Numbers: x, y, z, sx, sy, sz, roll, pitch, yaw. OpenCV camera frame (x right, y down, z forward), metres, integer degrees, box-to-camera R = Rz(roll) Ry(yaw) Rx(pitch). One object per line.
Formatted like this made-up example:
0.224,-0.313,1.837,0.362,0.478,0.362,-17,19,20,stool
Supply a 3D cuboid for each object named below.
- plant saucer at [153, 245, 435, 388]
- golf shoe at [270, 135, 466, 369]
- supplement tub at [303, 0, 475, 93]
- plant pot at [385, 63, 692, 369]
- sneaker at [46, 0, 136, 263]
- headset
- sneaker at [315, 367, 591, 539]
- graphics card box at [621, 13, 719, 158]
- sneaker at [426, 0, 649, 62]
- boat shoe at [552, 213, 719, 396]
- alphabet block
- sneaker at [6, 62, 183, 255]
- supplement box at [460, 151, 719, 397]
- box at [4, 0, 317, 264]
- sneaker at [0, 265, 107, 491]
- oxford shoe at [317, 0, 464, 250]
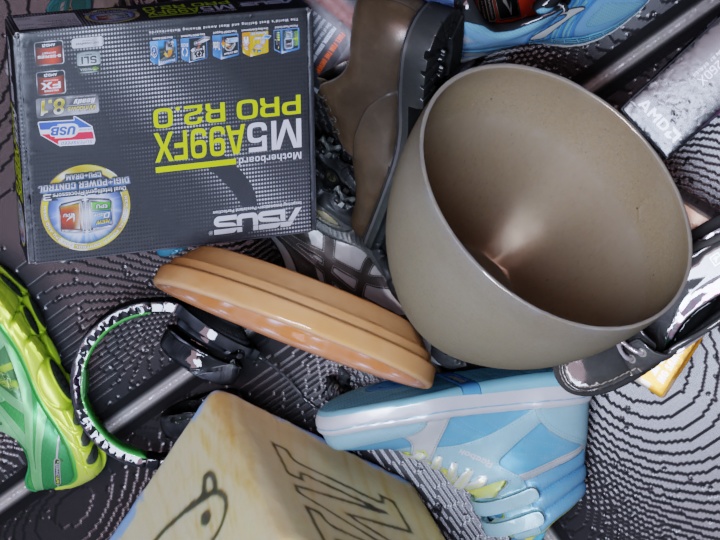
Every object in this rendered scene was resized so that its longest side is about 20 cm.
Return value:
-0.040,0.028,1.510,0.200,0.200,0.038,19,84,9,plant saucer
0.000,0.000,1.609,0.200,0.078,0.094,50,124,2,golf shoe
-0.019,-0.179,1.562,0.200,0.107,0.107,39,103,3,supplement tub
0.094,-0.015,1.459,0.200,0.200,0.134,45,136,3,plant pot
-0.205,-0.106,1.641,0.080,0.077,0.200,12,95,30,sneaker
-0.109,0.084,1.621,0.199,0.094,0.124,1,98,-5,headset
0.071,0.138,1.576,0.200,0.080,0.131,-7,99,-9,sneaker
0.264,-0.161,1.497,0.200,0.125,0.051,-42,89,13,graphics card box
0.131,-0.186,1.510,0.200,0.090,0.079,-20,94,-24,sneaker
0.207,0.017,1.491,0.200,0.057,0.067,-36,91,12,boat shoe
-0.052,0.236,1.540,0.196,0.200,0.196,26,104,-28,alphabet block
-0.159,-0.080,1.560,0.200,0.079,0.131,10,93,-33,sneaker
0.161,-0.020,1.562,0.200,0.074,0.126,32,102,7,supplement box
-0.130,-0.095,1.493,0.200,0.044,0.161,-6,112,-15,box
-0.263,0.075,1.663,0.083,0.074,0.200,-27,91,10,sneaker
0.012,-0.103,1.501,0.084,0.073,0.200,23,129,17,oxford shoe
